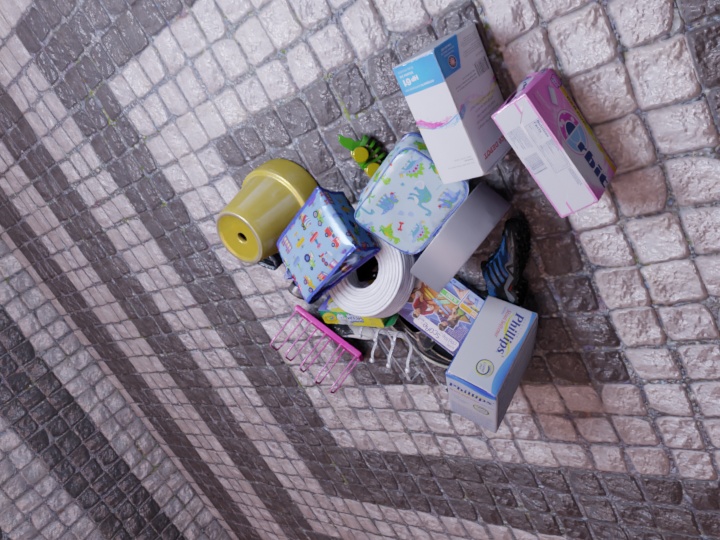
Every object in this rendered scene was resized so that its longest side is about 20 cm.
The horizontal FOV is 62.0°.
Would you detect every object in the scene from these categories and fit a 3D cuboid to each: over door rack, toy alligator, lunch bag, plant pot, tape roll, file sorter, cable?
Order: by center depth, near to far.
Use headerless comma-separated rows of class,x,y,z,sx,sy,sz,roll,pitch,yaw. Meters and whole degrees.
tape roll,0.173,-0.055,1.044,0.066,0.200,0.200,39,139,7
lunch bag,0.095,-0.134,1.093,0.161,0.083,0.200,30,127,-10
toy alligator,0.038,-0.197,1.157,0.054,0.059,0.200,-41,104,6
lunch bag,-0.086,-0.041,1.191,0.200,0.094,0.151,-42,68,25
cable,0.018,-0.003,1.218,0.200,0.069,0.200,37,108,29
over door rack,0.094,0.201,1.310,0.200,0.067,0.148,44,160,-25
plant pot,-0.205,-0.116,1.314,0.200,0.189,0.201,22,135,23
file sorter,-0.110,0.203,1.506,0.200,0.126,0.139,36,171,10

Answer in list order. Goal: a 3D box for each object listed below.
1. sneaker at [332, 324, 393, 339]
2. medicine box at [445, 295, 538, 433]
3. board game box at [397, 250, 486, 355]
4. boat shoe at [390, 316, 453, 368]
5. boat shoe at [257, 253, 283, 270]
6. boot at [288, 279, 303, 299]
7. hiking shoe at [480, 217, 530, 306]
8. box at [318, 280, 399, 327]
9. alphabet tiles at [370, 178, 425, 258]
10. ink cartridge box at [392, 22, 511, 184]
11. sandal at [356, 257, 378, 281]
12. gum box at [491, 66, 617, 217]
sneaker,0.006,0.132,1.444,0.072,0.072,0.200,20,169,-39
medicine box,0.252,0.181,1.148,0.103,0.182,0.200,22,154,25
board game box,0.152,0.061,1.230,0.200,0.034,0.135,38,109,6
boat shoe,0.149,0.145,1.326,0.200,0.072,0.068,37,143,12
boat shoe,-0.254,-0.080,1.457,0.200,0.091,0.071,32,138,15
boot,-0.087,-0.033,1.352,0.069,0.200,0.174,29,107,-4
hiking shoe,0.260,-0.010,1.105,0.087,0.074,0.200,16,132,28
box,0.014,0.069,1.339,0.200,0.117,0.048,1,132,38
alphabet tiles,0.066,-0.077,1.262,0.167,0.008,0.200,33,138,13
ink cartridge box,0.154,-0.256,0.935,0.085,0.145,0.200,-10,116,44
sandal,-0.001,0.000,1.323,0.200,0.075,0.048,-8,95,40
gum box,0.290,-0.195,0.897,0.200,0.114,0.066,52,139,-9
